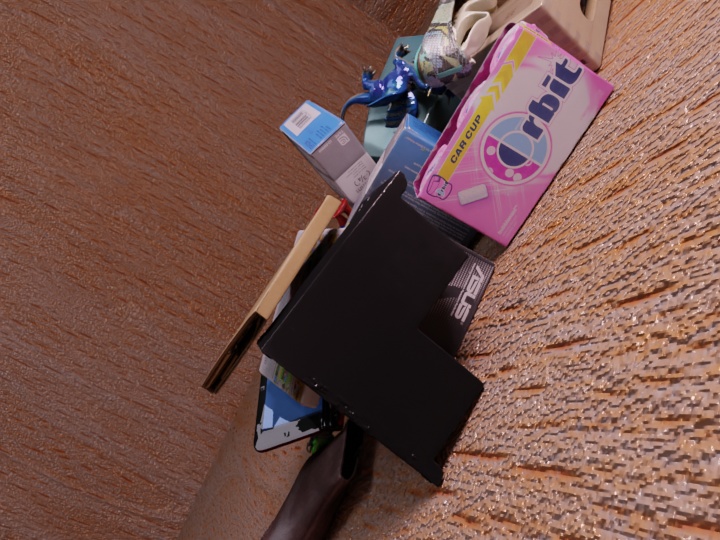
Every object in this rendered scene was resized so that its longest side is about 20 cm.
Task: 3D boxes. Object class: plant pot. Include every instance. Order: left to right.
[{"bbox_3d":[0.096,-0.224,0.876,0.141,0.141,0.201,15,71,41],"label":"plant pot"}]

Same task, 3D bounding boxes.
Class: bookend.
[{"bbox_3d":[0.040,0.052,0.556,0.201,0.198,0.092,-53,8,-10],"label":"bookend"}]

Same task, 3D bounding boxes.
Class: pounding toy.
[{"bbox_3d":[0.199,-0.255,0.707,0.184,0.142,0.201,-23,41,53],"label":"pounding toy"}]

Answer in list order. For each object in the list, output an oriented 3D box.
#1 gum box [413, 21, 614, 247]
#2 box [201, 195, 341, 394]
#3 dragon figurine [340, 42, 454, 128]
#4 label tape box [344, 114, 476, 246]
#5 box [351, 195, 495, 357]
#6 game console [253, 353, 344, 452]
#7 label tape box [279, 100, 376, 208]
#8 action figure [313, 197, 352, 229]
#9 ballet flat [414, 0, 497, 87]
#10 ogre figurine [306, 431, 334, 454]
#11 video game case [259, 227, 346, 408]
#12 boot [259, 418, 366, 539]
[{"bbox_3d":[0.155,-0.142,0.612,0.201,0.113,0.066,-59,10,19],"label":"gum box"},{"bbox_3d":[-0.095,0.024,0.647,0.164,0.021,0.201,-51,8,43],"label":"box"},{"bbox_3d":[0.043,-0.236,0.796,0.199,0.059,0.100,-25,56,26],"label":"dragon figurine"},{"bbox_3d":[0.067,-0.069,0.738,0.201,0.143,0.063,-57,11,28],"label":"label tape box"},{"bbox_3d":[0.031,0.046,0.625,0.201,0.159,0.044,-63,9,-7],"label":"box"},{"bbox_3d":[-0.079,0.107,0.768,0.201,0.118,0.173,-94,6,-48],"label":"game console"},{"bbox_3d":[-0.013,-0.135,0.835,0.063,0.200,0.144,-43,35,1],"label":"label tape box"},{"bbox_3d":[0.000,0.000,0.829,0.065,0.200,0.099,12,63,52],"label":"action figure"},{"bbox_3d":[0.119,-0.284,0.659,0.074,0.074,0.201,136,154,-62],"label":"ballet flat"},{"bbox_3d":[-0.038,0.167,0.875,0.200,0.098,0.121,-36,-34,-58],"label":"ogre figurine"},{"bbox_3d":[-0.066,0.048,0.720,0.182,0.023,0.202,6,79,65],"label":"video game case"},{"bbox_3d":[-0.060,0.290,0.703,0.167,0.072,0.201,-59,7,35],"label":"boot"}]
